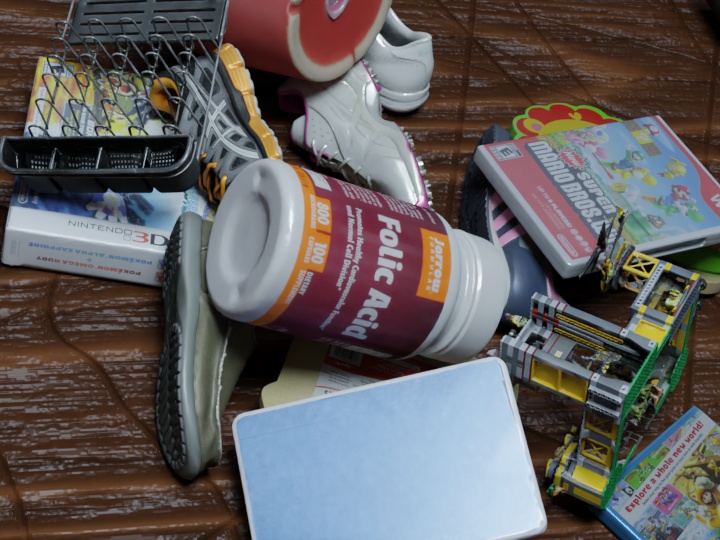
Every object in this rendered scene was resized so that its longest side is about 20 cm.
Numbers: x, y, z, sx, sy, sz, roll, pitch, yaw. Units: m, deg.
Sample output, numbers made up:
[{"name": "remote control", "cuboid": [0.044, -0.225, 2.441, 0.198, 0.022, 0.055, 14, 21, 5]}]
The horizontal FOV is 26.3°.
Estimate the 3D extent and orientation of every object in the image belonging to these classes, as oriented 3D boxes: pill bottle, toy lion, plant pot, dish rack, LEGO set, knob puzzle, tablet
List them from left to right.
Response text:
[{"name": "dish rack", "cuboid": [-0.179, -0.147, 1.174, 0.151, 0.055, 0.202, 1, 62, 13]}, {"name": "plant pot", "cuboid": [-0.078, -0.255, 1.285, 0.176, 0.202, 0.200, 29, 45, 29]}, {"name": "pill bottle", "cuboid": [0.000, 0.000, 1.102, 0.198, 0.114, 0.115, 15, 42, -32]}, {"name": "knob puzzle", "cuboid": [0.018, 0.128, 1.120, 0.217, 0.031, 0.221, 10, 46, -11]}, {"name": "tablet", "cuboid": [0.018, 0.139, 1.053, 0.197, 0.014, 0.132, -13, 65, -2]}, {"name": "LEGO set", "cuboid": [0.166, 0.064, 1.147, 0.115, 0.155, 0.201, 22, 56, 21]}, {"name": "toy lion", "cuboid": [0.227, -0.077, 1.364, 0.197, 0.069, 0.193, 11, 39, -9]}]

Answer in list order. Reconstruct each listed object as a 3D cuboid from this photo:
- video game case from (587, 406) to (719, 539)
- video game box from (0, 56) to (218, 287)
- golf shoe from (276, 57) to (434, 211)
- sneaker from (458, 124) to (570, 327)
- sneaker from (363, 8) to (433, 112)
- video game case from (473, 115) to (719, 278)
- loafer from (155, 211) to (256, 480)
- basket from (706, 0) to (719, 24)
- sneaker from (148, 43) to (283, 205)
[{"name": "video game case", "cuboid": [0.284, 0.204, 1.149, 0.200, 0.018, 0.143, 43, 51, 20]}, {"name": "video game box", "cuboid": [-0.182, -0.077, 1.231, 0.180, 0.047, 0.202, 10, 47, -13]}, {"name": "golf shoe", "cuboid": [-0.004, -0.102, 1.308, 0.091, 0.076, 0.201, -23, 59, -8]}, {"name": "sneaker", "cuboid": [0.130, -0.033, 1.287, 0.081, 0.070, 0.202, 15, 51, -16]}, {"name": "sneaker", "cuboid": [-0.017, -0.226, 1.391, 0.198, 0.089, 0.075, 28, 47, 15]}, {"name": "video game case", "cuboid": [0.209, -0.065, 1.272, 0.198, 0.018, 0.144, -11, 51, -30]}, {"name": "loafer", "cuboid": [-0.104, 0.051, 1.103, 0.069, 0.075, 0.202, 9, 63, -18]}, {"name": "basket", "cuboid": [0.442, -0.239, 1.532, 0.178, 0.137, 0.202, 0, 52, -13]}, {"name": "sneaker", "cuboid": [-0.107, -0.089, 1.196, 0.076, 0.079, 0.201, -14, 51, -15]}]
